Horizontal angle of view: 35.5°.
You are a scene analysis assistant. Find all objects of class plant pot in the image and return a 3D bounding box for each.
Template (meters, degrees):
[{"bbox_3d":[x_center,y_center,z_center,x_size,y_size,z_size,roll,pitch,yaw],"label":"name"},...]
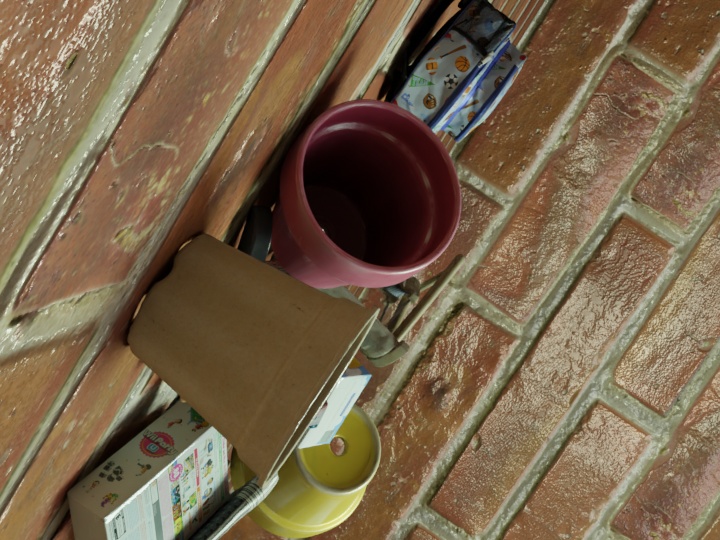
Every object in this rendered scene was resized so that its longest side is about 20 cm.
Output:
[{"bbox_3d":[-0.014,-0.066,1.260,0.201,0.200,0.179,-54,-170,-29],"label":"plant pot"},{"bbox_3d":[-0.110,0.068,1.063,0.201,0.183,0.201,-56,175,-7],"label":"plant pot"},{"bbox_3d":[-0.063,0.262,1.575,0.201,0.200,0.189,-54,-172,-29],"label":"plant pot"}]

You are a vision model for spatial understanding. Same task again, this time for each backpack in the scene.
[{"bbox_3d":[0.124,-0.266,1.562,0.190,0.154,0.200,-43,173,-24],"label":"backpack"}]

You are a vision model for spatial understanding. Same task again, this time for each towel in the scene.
[{"bbox_3d":[-0.198,0.339,1.418,0.192,0.035,0.200,-42,179,-32],"label":"towel"}]

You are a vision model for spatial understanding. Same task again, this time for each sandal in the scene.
[{"bbox_3d":[-0.122,0.014,1.246,0.201,0.042,0.077,118,-26,-47],"label":"sandal"}]

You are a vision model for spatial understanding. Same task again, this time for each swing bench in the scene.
[{"bbox_3d":[0.000,0.000,1.508,0.129,0.199,0.200,-32,-164,50],"label":"swing bench"}]

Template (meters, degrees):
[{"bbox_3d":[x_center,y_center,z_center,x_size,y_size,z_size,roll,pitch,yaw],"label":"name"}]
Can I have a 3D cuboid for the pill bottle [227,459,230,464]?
[{"bbox_3d":[-0.273,0.333,1.591,0.201,0.112,0.112,-56,175,-8],"label":"pill bottle"}]

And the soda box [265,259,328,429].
[{"bbox_3d":[-0.098,0.089,1.339,0.063,0.202,0.069,-6,151,-19],"label":"soda box"}]

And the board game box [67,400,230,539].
[{"bbox_3d":[-0.237,0.260,1.297,0.200,0.064,0.149,-39,143,-42],"label":"board game box"}]

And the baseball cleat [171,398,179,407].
[{"bbox_3d":[-0.252,0.232,1.499,0.200,0.070,0.107,-42,173,-36],"label":"baseball cleat"}]

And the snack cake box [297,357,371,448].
[{"bbox_3d":[-0.093,0.116,1.436,0.067,0.200,0.116,1,126,-53],"label":"snack cake box"}]

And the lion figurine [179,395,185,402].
[{"bbox_3d":[-0.145,0.128,1.255,0.073,0.122,0.200,-53,143,-3],"label":"lion figurine"}]
